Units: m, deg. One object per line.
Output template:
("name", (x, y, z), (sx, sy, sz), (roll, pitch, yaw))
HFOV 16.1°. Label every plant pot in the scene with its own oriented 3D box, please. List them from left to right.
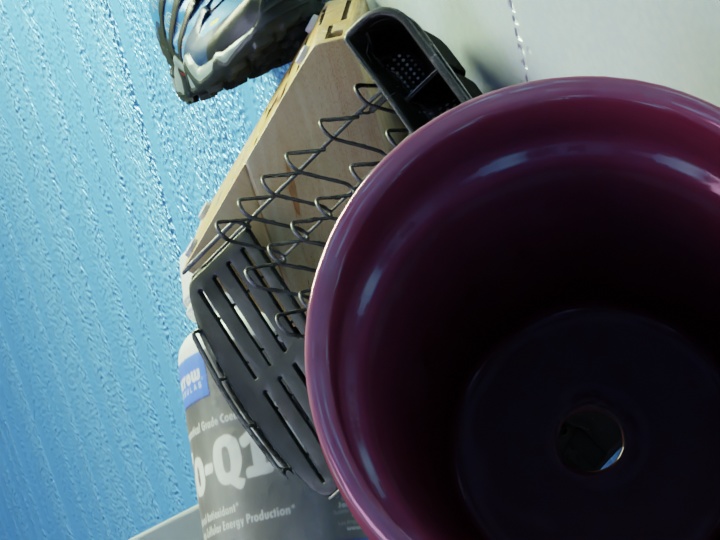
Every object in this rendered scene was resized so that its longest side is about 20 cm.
("plant pot", (0.087, 0.050, 0.953), (0.200, 0.200, 0.179), (59, 177, 18))

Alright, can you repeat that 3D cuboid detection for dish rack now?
("dish rack", (0.000, 0.000, 1.152), (0.200, 0.055, 0.153), (-44, 65, 24))

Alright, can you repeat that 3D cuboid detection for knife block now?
("knife block", (0.013, -0.010, 1.249), (0.200, 0.175, 0.064), (-59, 9, 24))

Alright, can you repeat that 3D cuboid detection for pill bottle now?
("pill bottle", (-0.038, 0.082, 1.380), (0.114, 0.114, 0.200), (126, 136, -70))

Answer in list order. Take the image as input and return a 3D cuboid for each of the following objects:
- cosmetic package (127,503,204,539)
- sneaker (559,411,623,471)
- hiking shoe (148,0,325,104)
("cosmetic package", (-0.058, 0.192, 1.511), (0.123, 0.199, 0.200), (62, 162, 6))
("sneaker", (0.058, 0.094, 1.107), (0.060, 0.104, 0.200), (40, 132, 20))
("hiking shoe", (-0.075, -0.138, 1.317), (0.087, 0.074, 0.200), (66, 163, -6))
